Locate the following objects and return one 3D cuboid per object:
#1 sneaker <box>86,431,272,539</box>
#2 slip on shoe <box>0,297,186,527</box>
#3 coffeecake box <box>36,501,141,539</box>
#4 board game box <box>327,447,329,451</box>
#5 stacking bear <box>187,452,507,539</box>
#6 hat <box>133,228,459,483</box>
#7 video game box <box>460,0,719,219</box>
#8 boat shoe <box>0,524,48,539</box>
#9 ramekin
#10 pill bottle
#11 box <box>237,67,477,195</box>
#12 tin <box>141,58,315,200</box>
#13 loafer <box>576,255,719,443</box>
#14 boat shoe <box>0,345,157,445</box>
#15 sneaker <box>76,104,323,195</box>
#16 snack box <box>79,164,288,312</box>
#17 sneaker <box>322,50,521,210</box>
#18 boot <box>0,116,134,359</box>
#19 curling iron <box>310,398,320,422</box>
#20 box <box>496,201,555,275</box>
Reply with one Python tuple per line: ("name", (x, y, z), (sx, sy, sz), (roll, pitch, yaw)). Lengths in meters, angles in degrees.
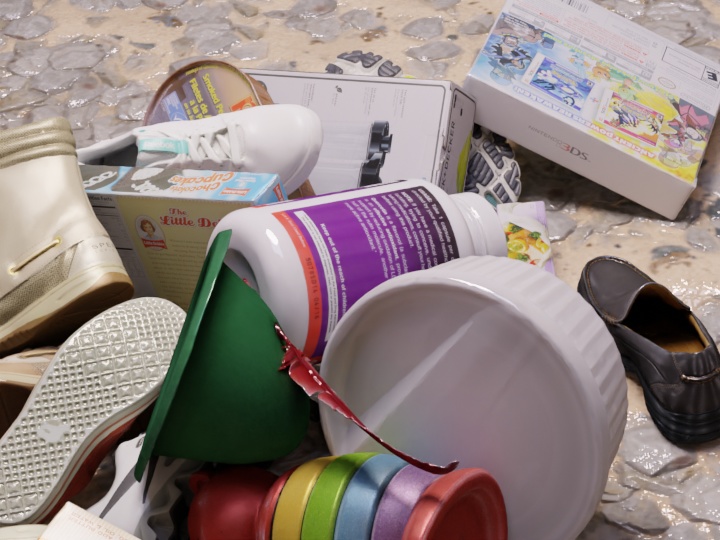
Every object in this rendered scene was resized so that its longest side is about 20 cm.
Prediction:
("sneaker", (-0.119, 0.121, 1.523), (0.088, 0.074, 0.200), (13, 41, 29))
("slip on shoe", (-0.188, 0.098, 1.532), (0.074, 0.061, 0.200), (34, 69, 11))
("coffeecake box", (-0.159, 0.250, 1.305), (0.153, 0.073, 0.200), (26, 42, 9))
("board game box", (0.040, 0.047, 1.636), (0.133, 0.045, 0.201), (-4, 34, 2))
("stacking bear", (-0.019, 0.168, 1.418), (0.199, 0.122, 0.114), (4, 42, 28))
("hat", (-0.037, 0.087, 1.436), (0.175, 0.166, 0.201), (19, 36, -5))
("video game box", (0.190, -0.145, 1.830), (0.199, 0.047, 0.183), (27, 37, 2))
("boat shoe", (-0.271, 0.208, 1.419), (0.199, 0.074, 0.066), (-12, 29, -10))
("ramekin", (0.080, 0.083, 1.454), (0.201, 0.204, 0.094), (12, 26, 24))
("pill bottle", (0.000, 0.000, 1.551), (0.199, 0.113, 0.112), (-11, 32, -32))
("box", (-0.017, -0.091, 1.765), (0.199, 0.118, 0.060), (4, -8, 24))
("tin", (-0.098, -0.069, 1.737), (0.112, 0.042, 0.201), (-35, 63, 23))
("loafer", (0.209, 0.037, 1.602), (0.072, 0.073, 0.200), (-17, 35, -15))
("boat shoe", (-0.223, 0.090, 1.595), (0.198, 0.072, 0.065), (-1, 29, -12))
("sneaker", (-0.126, -0.084, 1.684), (0.199, 0.088, 0.076), (-12, 71, 27))
("snack box", (-0.126, -0.017, 1.652), (0.199, 0.117, 0.037), (5, 39, 36))
("sneaker", (0.052, -0.104, 1.826), (0.077, 0.080, 0.200), (-42, 64, -18))
("boot", (-0.272, -0.008, 1.638), (0.199, 0.073, 0.156), (-29, 69, 16))
("curling iron", (-0.106, 0.069, 1.635), (0.199, 0.026, 0.049), (26, 9, 31))
("box", (0.125, 0.019, 1.669), (0.038, 0.042, 0.201), (-5, 35, 2))
